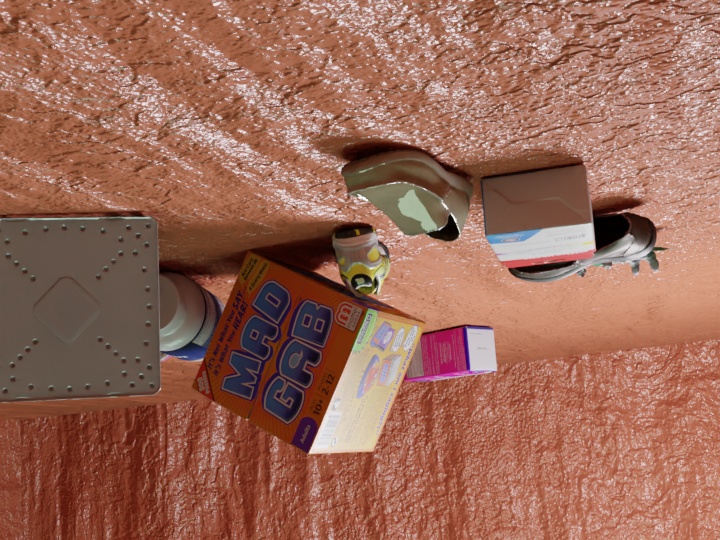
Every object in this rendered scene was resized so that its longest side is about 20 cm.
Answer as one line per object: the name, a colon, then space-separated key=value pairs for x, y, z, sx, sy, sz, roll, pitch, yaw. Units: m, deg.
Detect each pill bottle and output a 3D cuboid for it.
pill bottle: x=-0.265 y=0.064 z=1.441 sx=0.110 sy=0.112 sz=0.200 roll=-6 pitch=167 yaw=8

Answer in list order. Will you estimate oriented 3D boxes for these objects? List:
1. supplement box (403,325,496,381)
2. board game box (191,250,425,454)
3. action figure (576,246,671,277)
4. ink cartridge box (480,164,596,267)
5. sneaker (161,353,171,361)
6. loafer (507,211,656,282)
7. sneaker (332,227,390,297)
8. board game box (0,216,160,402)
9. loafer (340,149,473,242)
supplement box: x=0.197 y=0.191 z=2.290 sx=0.199 sy=0.104 sz=0.101 roll=-13 pitch=167 yaw=43
board game box: x=-0.065 y=0.115 z=1.377 sx=0.199 sy=0.201 sz=0.200 roll=24 pitch=-178 yaw=27
action figure: x=0.328 y=-0.023 z=1.426 sx=0.198 sy=0.055 sz=0.118 roll=5 pitch=168 yaw=-25
ink cartridge box: x=0.208 y=-0.056 z=1.161 sx=0.115 sy=0.068 sz=0.200 roll=-7 pitch=168 yaw=13
sneaker: x=-0.322 y=0.082 z=1.630 sx=0.073 sy=0.088 sz=0.200 roll=-21 pitch=-167 yaw=-6
loafer: x=0.273 y=-0.040 z=1.295 sx=0.199 sy=0.074 sz=0.071 roll=-17 pitch=154 yaw=29
sneaker: x=0.000 y=0.000 z=1.330 sx=0.075 sy=0.077 sz=0.200 roll=-8 pitch=169 yaw=9
board game box: x=-0.323 y=0.041 z=1.114 sx=0.198 sy=0.202 sz=0.026 roll=-1 pitch=-172 yaw=-13
loafer: x=0.056 y=-0.072 z=1.018 sx=0.075 sy=0.069 sz=0.199 roll=-13 pitch=166 yaw=37
